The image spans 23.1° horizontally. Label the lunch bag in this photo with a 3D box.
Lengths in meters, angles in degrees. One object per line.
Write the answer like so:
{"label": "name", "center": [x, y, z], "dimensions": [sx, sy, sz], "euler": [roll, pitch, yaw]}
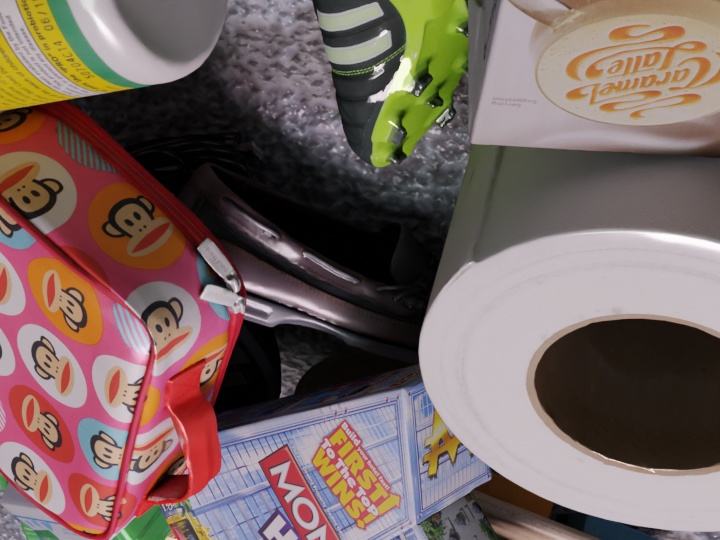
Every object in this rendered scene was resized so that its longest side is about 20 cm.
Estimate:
{"label": "lunch bag", "center": [-0.130, 0.034, 0.819], "dimensions": [0.176, 0.082, 0.200], "euler": [41, 142, 14]}

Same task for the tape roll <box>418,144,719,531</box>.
{"label": "tape roll", "center": [0.136, 0.001, 0.763], "dimensions": [0.202, 0.140, 0.203], "euler": [10, 141, 8]}

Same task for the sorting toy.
{"label": "sorting toy", "center": [0.086, 0.147, 0.989], "dimensions": [0.199, 0.037, 0.185], "euler": [18, 166, -14]}

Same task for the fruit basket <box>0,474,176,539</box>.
{"label": "fruit basket", "center": [-0.123, 0.164, 1.055], "dimensions": [0.185, 0.094, 0.200], "euler": [0, 130, 48]}

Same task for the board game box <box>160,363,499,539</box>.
{"label": "board game box", "center": [0.005, 0.130, 0.857], "dimensions": [0.200, 0.062, 0.201], "euler": [-37, 81, 44]}

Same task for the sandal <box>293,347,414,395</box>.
{"label": "sandal", "center": [0.071, 0.078, 0.930], "dimensions": [0.211, 0.078, 0.070], "euler": [-11, 131, 23]}

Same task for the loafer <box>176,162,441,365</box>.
{"label": "loafer", "center": [0.000, 0.000, 0.858], "dimensions": [0.199, 0.072, 0.063], "euler": [14, 110, -19]}

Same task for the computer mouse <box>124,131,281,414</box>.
{"label": "computer mouse", "center": [-0.095, 0.004, 0.930], "dimensions": [0.138, 0.053, 0.201], "euler": [-7, 128, 15]}

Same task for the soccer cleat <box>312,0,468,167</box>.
{"label": "soccer cleat", "center": [0.007, -0.118, 0.738], "dimensions": [0.081, 0.067, 0.200], "euler": [42, 158, 22]}

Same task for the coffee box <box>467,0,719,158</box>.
{"label": "coffee box", "center": [0.144, -0.101, 0.638], "dimensions": [0.199, 0.080, 0.115], "euler": [4, 153, -3]}

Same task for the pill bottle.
{"label": "pill bottle", "center": [-0.167, -0.123, 0.752], "dimensions": [0.199, 0.113, 0.113], "euler": [-5, 136, 27]}
